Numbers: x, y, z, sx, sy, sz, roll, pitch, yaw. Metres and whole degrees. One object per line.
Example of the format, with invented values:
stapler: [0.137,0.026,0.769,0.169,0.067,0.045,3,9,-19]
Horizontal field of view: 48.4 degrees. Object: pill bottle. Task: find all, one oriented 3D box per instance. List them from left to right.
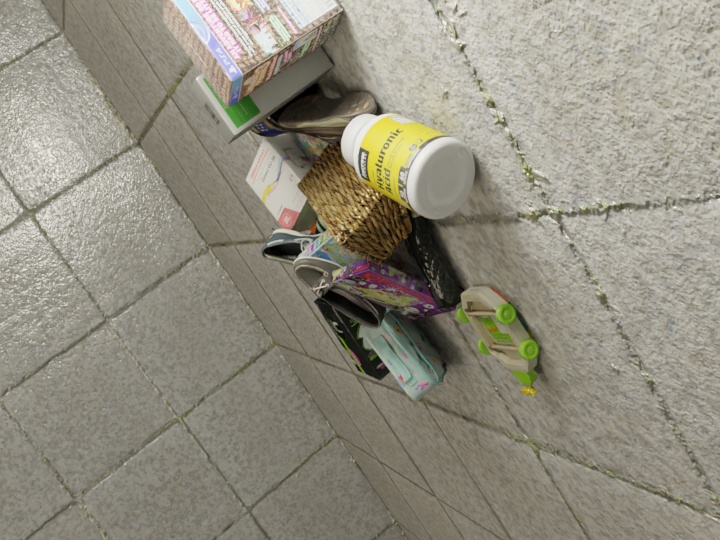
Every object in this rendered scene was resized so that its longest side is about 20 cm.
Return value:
pill bottle: [-0.154,-0.298,1.426,0.113,0.111,0.200,58,163,-16]
pill bottle: [0.059,-0.156,1.126,0.200,0.111,0.112,35,156,48]

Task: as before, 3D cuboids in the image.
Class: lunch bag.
lunch bag: [0.093,0.163,1.628,0.201,0.077,0.160,51,-166,6]

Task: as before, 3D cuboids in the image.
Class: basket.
basket: [0.014,-0.127,1.327,0.142,0.150,0.200,24,-160,-40]

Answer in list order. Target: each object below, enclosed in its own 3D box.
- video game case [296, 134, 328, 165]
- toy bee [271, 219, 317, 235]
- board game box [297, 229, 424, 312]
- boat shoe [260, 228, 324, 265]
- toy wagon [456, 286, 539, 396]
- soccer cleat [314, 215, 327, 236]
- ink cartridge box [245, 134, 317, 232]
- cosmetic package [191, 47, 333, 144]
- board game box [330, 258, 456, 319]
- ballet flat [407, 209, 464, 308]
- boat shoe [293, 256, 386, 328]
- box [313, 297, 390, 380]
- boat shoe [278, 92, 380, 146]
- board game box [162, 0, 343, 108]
video game case: [-0.067,-0.210,1.526,0.143,0.018,0.201,33,154,50]
toy bee: [-0.095,-0.120,1.671,0.198,0.109,0.132,9,141,28]
board game box: [0.000,0.000,1.469,0.199,0.035,0.134,33,131,-24]
boat shoe: [-0.097,-0.036,1.522,0.198,0.062,0.076,12,130,22]
toy wagon: [0.236,0.115,1.310,0.201,0.039,0.155,56,164,-9]
soccer cleat: [-0.046,-0.089,1.524,0.081,0.067,0.202,36,143,36]
ink cartridge box: [-0.156,-0.185,1.590,0.200,0.067,0.117,50,131,23]
cosmetic package: [-0.155,-0.303,1.262,0.108,0.199,0.085,53,165,-10]
board game box: [0.059,0.035,1.411,0.198,0.033,0.120,24,151,-29]
ballet flat: [0.120,-0.029,1.346,0.202,0.056,0.066,66,175,-18]
boat shoe: [-0.035,0.040,1.448,0.199,0.057,0.067,29,131,-21]
box: [0.013,0.120,1.785,0.201,0.124,0.148,58,164,-12]
boat shoe: [-0.049,-0.230,1.268,0.198,0.075,0.074,9,143,41]
board game box: [-0.154,-0.363,1.138,0.160,0.199,0.097,53,163,1]
